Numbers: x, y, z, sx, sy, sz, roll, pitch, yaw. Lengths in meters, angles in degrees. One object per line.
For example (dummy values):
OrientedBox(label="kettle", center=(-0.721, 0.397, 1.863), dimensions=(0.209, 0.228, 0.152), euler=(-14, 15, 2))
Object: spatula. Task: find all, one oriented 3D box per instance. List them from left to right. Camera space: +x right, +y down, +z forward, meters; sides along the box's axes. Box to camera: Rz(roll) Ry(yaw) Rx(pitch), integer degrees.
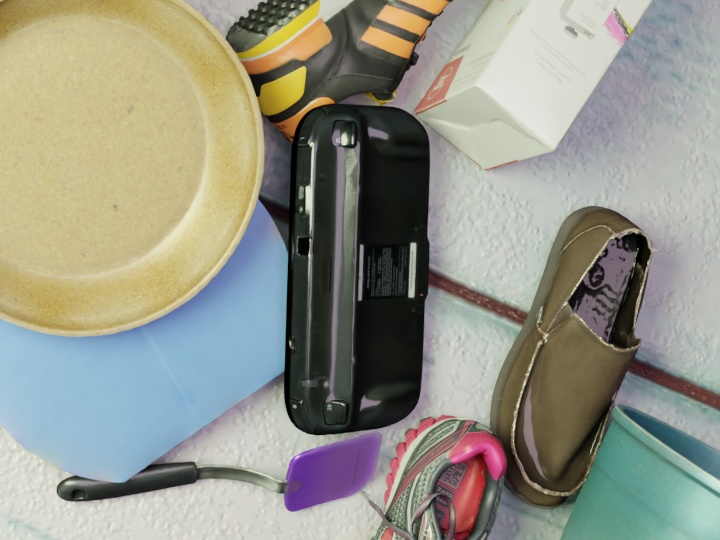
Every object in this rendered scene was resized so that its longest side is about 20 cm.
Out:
OrientedBox(label="spatula", center=(-0.084, 0.126, 0.954), dimensions=(0.198, 0.021, 0.057), euler=(-2, 132, -11))

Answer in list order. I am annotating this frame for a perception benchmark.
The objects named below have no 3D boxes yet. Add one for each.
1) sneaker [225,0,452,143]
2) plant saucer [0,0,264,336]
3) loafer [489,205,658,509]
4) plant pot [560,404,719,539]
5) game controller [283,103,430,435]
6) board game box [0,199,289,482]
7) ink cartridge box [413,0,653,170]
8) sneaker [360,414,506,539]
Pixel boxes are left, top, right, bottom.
OrientedBox(label="sneaker", center=(0.014, -0.154, 0.983), dimensions=(0.199, 0.070, 0.091), euler=(-32, 116, -18))
OrientedBox(label="plant saucer", center=(-0.153, -0.065, 0.871), dimensions=(0.198, 0.035, 0.202), euler=(-6, 108, -19))
OrientedBox(label="loafer", center=(0.137, 0.053, 1.004), dimensions=(0.072, 0.071, 0.202), euler=(15, 84, -16))
OrientedBox(label="plant pot", center=(0.198, 0.214, 0.964), dimensions=(0.199, 0.200, 0.189), euler=(28, 95, -14))
OrientedBox(label="game controller", center=(0.000, 0.000, 0.963), dimensions=(0.104, 0.042, 0.202), euler=(-4, 98, -48))
OrientedBox(label="board game box", center=(-0.137, 0.025, 0.939), dimensions=(0.199, 0.039, 0.159), euler=(-34, 104, -13))
OrientedBox(label="ink cartridge box", center=(0.127, -0.166, 0.986), dimensions=(0.067, 0.116, 0.201), euler=(37, 77, -12))
OrientedBox(label="sneaker", center=(0.031, 0.185, 0.965), dimensions=(0.080, 0.075, 0.202), euler=(20, 83, -16))
